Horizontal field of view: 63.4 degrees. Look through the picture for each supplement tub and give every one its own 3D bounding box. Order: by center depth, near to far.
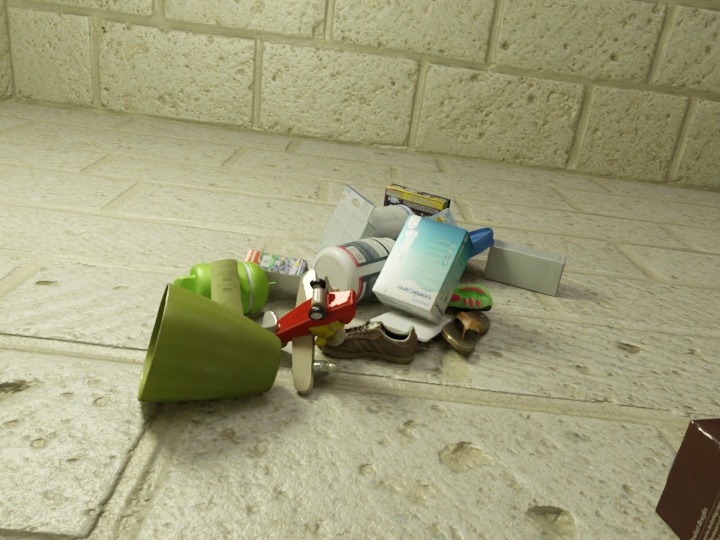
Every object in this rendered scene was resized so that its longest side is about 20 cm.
[{"bbox_3d":[0.000,0.000,1.365,0.140,0.141,0.199,26,29,38],"label":"supplement tub"},{"bbox_3d":[0.055,-0.116,1.673,0.199,0.133,0.132,-11,29,-39],"label":"supplement tub"}]

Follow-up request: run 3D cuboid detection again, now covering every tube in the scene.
[{"bbox_3d":[-0.245,0.079,1.078,0.058,0.202,0.052,-11,-16,18],"label":"tube"}]

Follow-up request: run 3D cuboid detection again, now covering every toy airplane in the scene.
[{"bbox_3d":[-0.092,0.108,1.080,0.141,0.201,0.199,31,-4,-35],"label":"toy airplane"}]

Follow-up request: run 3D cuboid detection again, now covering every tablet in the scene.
[{"bbox_3d":[0.116,0.110,1.261,0.129,0.014,0.200,18,13,23],"label":"tablet"}]

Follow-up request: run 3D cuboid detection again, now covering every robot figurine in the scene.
[{"bbox_3d":[-0.280,0.041,1.207,0.199,0.117,0.175,-4,-6,-26],"label":"robot figurine"}]

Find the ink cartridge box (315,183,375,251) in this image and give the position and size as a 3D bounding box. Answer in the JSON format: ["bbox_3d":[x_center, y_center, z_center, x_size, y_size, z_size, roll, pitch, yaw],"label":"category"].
[{"bbox_3d":[-0.031,-0.107,1.539,0.040,0.201,0.200,20,15,-30],"label":"ink cartridge box"}]

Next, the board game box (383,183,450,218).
[{"bbox_3d":[0.162,-0.157,1.760,0.199,0.166,0.057,21,26,27],"label":"board game box"}]

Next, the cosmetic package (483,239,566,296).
[{"bbox_3d":[0.447,-0.009,1.588,0.199,0.102,0.074,17,24,18],"label":"cosmetic package"}]

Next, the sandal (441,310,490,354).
[{"bbox_3d":[0.234,0.118,1.253,0.080,0.054,0.200,36,29,19],"label":"sandal"}]

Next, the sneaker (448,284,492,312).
[{"bbox_3d":[0.223,0.066,1.393,0.199,0.077,0.084,15,-17,39],"label":"sneaker"}]

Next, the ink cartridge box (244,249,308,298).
[{"bbox_3d":[-0.217,0.004,1.319,0.198,0.109,0.051,11,60,7],"label":"ink cartridge box"}]

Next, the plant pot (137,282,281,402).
[{"bbox_3d":[-0.238,0.136,0.953,0.199,0.188,0.187,16,19,-21],"label":"plant pot"}]

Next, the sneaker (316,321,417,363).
[{"bbox_3d":[0.014,0.128,1.147,0.198,0.076,0.071,7,22,-3],"label":"sneaker"}]

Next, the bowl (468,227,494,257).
[{"bbox_3d":[0.276,-0.060,1.607,0.200,0.040,0.201,-25,8,4],"label":"bowl"}]

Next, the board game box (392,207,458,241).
[{"bbox_3d":[0.151,-0.083,1.525,0.199,0.200,0.062,-22,80,-35],"label":"board game box"}]

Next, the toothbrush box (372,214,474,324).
[{"bbox_3d":[0.138,-0.005,1.270,0.146,0.201,0.085,18,-18,29],"label":"toothbrush box"}]

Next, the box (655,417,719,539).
[{"bbox_3d":[0.535,0.315,0.753,0.163,0.167,0.200,0,24,-15],"label":"box"}]
